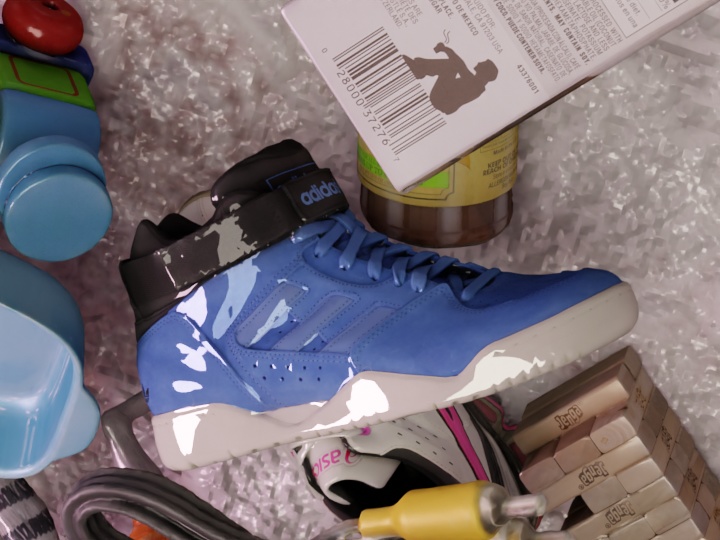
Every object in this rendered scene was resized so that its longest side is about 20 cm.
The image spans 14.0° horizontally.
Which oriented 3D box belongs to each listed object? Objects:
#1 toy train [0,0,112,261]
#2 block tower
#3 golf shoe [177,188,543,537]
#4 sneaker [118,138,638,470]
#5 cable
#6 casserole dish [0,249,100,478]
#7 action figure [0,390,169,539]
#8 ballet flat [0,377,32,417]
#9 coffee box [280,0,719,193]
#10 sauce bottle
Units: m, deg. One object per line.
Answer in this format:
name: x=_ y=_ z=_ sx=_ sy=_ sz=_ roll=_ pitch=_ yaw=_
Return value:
toy train: x=-0.192 y=-0.066 z=1.121 sx=0.200 sy=0.116 sz=0.085 roll=14 pitch=117 yaw=-28
block tower: x=0.138 y=0.133 z=1.191 sx=0.058 sy=0.054 sz=0.200 roll=-31 pitch=100 yaw=23
golf shoe: x=-0.004 y=0.048 z=1.173 sx=0.200 sy=0.092 sz=0.073 roll=46 pitch=117 yaw=-4
sneaker: x=-0.001 y=0.000 z=1.094 sx=0.200 sy=0.077 sz=0.111 roll=-15 pitch=91 yaw=27
cable: x=-0.014 y=0.115 z=1.142 sx=0.200 sy=0.050 sz=0.097 roll=7 pitch=132 yaw=22
casserole dish: x=-0.192 y=0.015 z=1.143 sx=0.200 sy=0.039 sz=0.121 roll=21 pitch=141 yaw=-5
action figure: x=-0.125 y=0.170 z=1.200 sx=0.200 sy=0.105 sz=0.194 roll=-29 pitch=61 yaw=24
ballet flat: x=-0.223 y=0.019 z=1.224 sx=0.200 sy=0.068 sz=0.068 roll=10 pitch=112 yaw=-1
coffee box: x=0.086 y=-0.120 z=0.991 sx=0.200 sy=0.113 sz=0.080 roll=-31 pitch=96 yaw=23
sauce bottle: x=0.031 y=-0.109 z=1.112 sx=0.065 sy=0.065 sz=0.200 roll=6 pitch=116 yaw=12
